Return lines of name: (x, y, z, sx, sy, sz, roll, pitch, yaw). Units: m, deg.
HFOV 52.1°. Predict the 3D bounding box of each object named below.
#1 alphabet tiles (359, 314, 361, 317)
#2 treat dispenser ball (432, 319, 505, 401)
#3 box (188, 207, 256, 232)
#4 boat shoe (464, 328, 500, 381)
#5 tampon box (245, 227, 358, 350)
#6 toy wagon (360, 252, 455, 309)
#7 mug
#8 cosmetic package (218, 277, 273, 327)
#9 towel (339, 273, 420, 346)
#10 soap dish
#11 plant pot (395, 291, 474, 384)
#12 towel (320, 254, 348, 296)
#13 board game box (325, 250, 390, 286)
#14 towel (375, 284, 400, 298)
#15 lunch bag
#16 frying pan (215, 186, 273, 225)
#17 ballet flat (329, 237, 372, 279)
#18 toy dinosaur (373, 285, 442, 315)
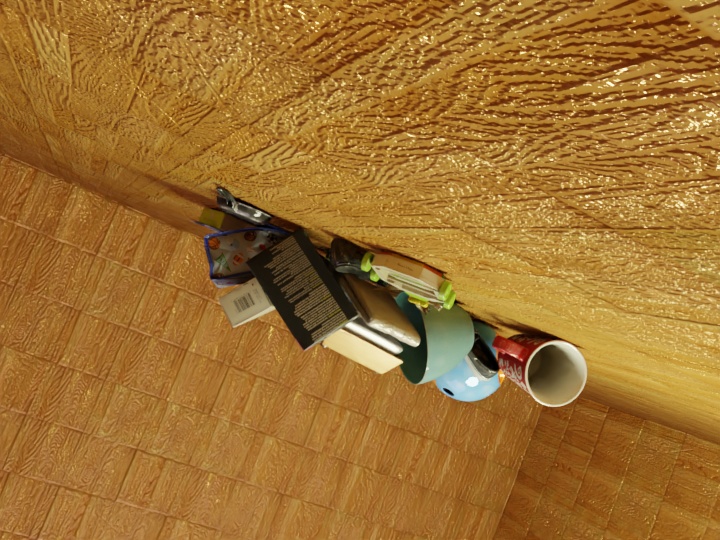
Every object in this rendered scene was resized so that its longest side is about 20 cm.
alphabet tiles: (-0.071, 0.038, 1.630, 0.196, 0.015, 0.200, 37, -171, 0)
treat dispenser ball: (0.264, 0.221, 1.824, 0.201, 0.201, 0.201, 22, 175, 2)
box: (-0.291, -0.094, 1.745, 0.200, 0.048, 0.122, 25, 174, -37)
boat shoe: (0.253, 0.160, 1.697, 0.200, 0.069, 0.057, 56, 144, 7)
tampon box: (-0.110, 0.040, 1.425, 0.200, 0.126, 0.150, 57, 176, 4)
toy wagon: (0.090, 0.021, 1.285, 0.155, 0.040, 0.200, 21, 171, 18)
mug: (0.366, 0.183, 1.570, 0.178, 0.133, 0.200, 57, 175, -7)
cosmetic package: (-0.213, 0.055, 1.593, 0.073, 0.103, 0.200, 63, -165, 2)
towel: (0.036, 0.079, 1.532, 0.132, 0.034, 0.200, 26, -164, -30)
soap dish: (-0.015, 0.138, 1.613, 0.200, 0.081, 0.157, 30, -170, -27)
plant pot: (0.165, 0.137, 1.590, 0.135, 0.200, 0.200, -6, -176, -18)
towel: (-0.032, 0.038, 1.646, 0.200, 0.024, 0.147, 35, -166, -7)
board game box: (0.000, 0.000, 1.635, 0.105, 0.023, 0.200, 23, 176, 18)
towel: (0.135, 0.077, 1.809, 0.132, 0.034, 0.200, 26, 174, -32)
lunch bag: (-0.231, -0.039, 1.606, 0.200, 0.124, 0.170, -9, 177, -7)
frying pan: (-0.214, -0.112, 1.354, 0.115, 0.031, 0.190, 22, 178, -10)
ballet flat: (0.006, -0.017, 1.366, 0.066, 0.057, 0.200, -11, 166, 23)
toy dinosaur: (0.110, 0.036, 1.463, 0.101, 0.058, 0.200, 39, 163, -16)
